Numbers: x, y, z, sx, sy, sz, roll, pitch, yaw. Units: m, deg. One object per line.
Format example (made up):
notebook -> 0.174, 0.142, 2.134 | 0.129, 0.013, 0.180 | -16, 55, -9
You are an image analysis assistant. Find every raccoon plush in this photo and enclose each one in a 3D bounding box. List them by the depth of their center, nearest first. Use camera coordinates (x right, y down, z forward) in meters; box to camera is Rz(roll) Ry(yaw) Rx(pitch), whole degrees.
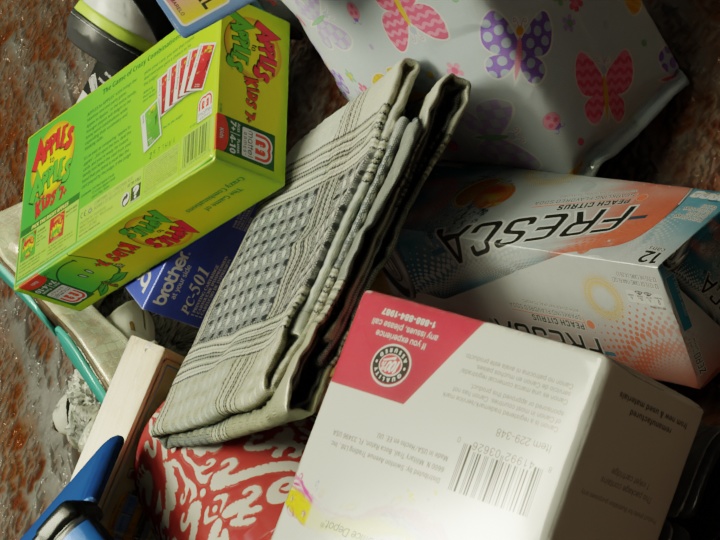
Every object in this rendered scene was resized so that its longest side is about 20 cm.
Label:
raccoon plush -> -0.119, 0.039, 1.300 | 0.200, 0.097, 0.134 | -40, 47, 33

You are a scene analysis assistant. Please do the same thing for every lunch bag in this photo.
lunch bag -> 0.043, -0.134, 1.087 | 0.127, 0.170, 0.200 | -45, 24, -28

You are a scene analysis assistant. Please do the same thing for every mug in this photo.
mug -> -0.052, 0.155, 1.083 | 0.178, 0.133, 0.200 | -58, 29, 7

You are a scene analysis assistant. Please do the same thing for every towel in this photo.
towel -> -0.032, -0.005, 1.037 | 0.193, 0.034, 0.200 | -63, 17, -20

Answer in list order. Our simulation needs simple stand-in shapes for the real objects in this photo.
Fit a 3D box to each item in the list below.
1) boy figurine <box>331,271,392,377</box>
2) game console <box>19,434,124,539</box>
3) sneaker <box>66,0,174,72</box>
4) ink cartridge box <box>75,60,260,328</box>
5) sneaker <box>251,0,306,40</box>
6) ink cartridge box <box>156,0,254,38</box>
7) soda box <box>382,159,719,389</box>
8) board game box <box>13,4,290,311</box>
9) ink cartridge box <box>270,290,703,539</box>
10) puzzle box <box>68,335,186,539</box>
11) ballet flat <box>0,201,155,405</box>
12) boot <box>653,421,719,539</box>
boy figurine -> 0.000, 0.000, 1.155 | 0.200, 0.064, 0.125 | 18, 105, 52
game console -> -0.161, 0.208, 1.066 | 0.200, 0.118, 0.171 | -49, 67, 14
sneaker -> -0.102, -0.157, 1.324 | 0.072, 0.200, 0.083 | 34, 103, 26
ink cartridge box -> -0.127, -0.052, 1.256 | 0.094, 0.044, 0.200 | -62, 34, 11
sneaker -> -0.034, -0.246, 1.383 | 0.095, 0.079, 0.201 | -28, 47, 40
ink cartridge box -> -0.012, -0.209, 0.995 | 0.200, 0.076, 0.137 | -26, 26, 25
soda box -> 0.095, -0.002, 0.991 | 0.064, 0.069, 0.200 | -39, 30, -30
board game box -> -0.118, -0.061, 1.165 | 0.200, 0.047, 0.102 | -28, 51, 44
ink cartridge box -> 0.040, 0.124, 0.903 | 0.147, 0.085, 0.201 | 16, 85, 43
puzzle box -> -0.126, 0.146, 1.194 | 0.025, 0.133, 0.201 | 19, 84, 30
ballet flat -> -0.161, 0.025, 1.260 | 0.062, 0.068, 0.200 | -37, 63, -10
boot -> 0.093, 0.145, 0.940 | 0.132, 0.070, 0.201 | 25, 95, 52
